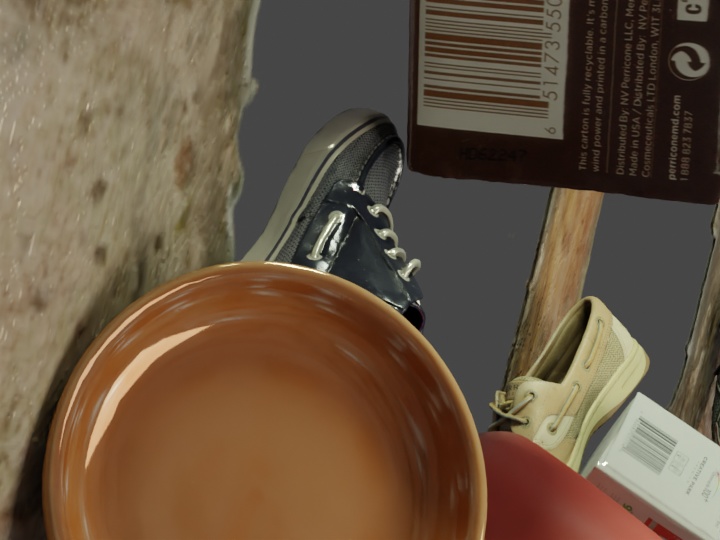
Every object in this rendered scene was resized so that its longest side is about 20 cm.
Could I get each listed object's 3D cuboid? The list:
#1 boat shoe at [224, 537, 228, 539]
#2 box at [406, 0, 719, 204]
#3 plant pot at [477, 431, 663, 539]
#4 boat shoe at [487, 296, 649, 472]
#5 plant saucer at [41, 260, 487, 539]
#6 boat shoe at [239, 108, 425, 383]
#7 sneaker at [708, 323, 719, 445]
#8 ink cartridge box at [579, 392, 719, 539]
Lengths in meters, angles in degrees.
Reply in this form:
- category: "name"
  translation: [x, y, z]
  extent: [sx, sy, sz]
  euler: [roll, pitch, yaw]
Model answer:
- category: "boat shoe"
  translation: [-0.050, 0.124, 1.164]
  extent: [0.200, 0.072, 0.073]
  euler: [-12, 115, -66]
- category: "box"
  translation: [0.122, -0.153, 1.261]
  extent: [0.200, 0.164, 0.166]
  euler: [-63, 156, -61]
- category: "plant pot"
  translation: [0.112, 0.214, 1.409]
  extent: [0.200, 0.177, 0.201]
  euler: [-27, 128, -40]
- category: "boat shoe"
  translation: [0.109, 0.098, 1.571]
  extent: [0.065, 0.071, 0.200]
  euler: [53, 53, -17]
- category: "plant saucer"
  translation: [-0.043, 0.097, 1.060]
  extent: [0.037, 0.200, 0.201]
  euler: [-28, -140, 67]
- category: "boat shoe"
  translation: [0.000, 0.000, 1.191]
  extent: [0.075, 0.092, 0.200]
  euler: [81, 31, -44]
- category: "sneaker"
  translation: [0.333, 0.073, 2.094]
  extent: [0.075, 0.080, 0.201]
  euler: [32, 64, -52]
- category: "ink cartridge box"
  translation: [0.195, 0.209, 1.589]
  extent: [0.084, 0.175, 0.200]
  euler: [-52, 174, -48]
